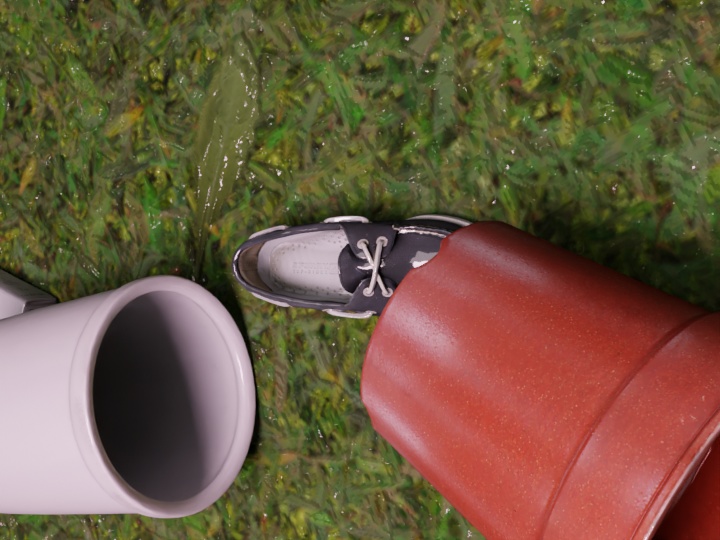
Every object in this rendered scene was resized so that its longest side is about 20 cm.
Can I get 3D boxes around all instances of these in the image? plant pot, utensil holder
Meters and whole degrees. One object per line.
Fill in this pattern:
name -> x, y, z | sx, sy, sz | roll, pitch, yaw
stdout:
plant pot -> 0.116, 0.078, 0.559 | 0.195, 0.200, 0.202 | 34, 110, 36
utensil holder -> -0.209, 0.103, 0.776 | 0.198, 0.169, 0.172 | -10, 87, 34

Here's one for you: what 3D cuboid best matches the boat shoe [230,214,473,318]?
boat shoe -> 0.000, 0.000, 0.697 | 0.198, 0.060, 0.077 | -5, 89, 33

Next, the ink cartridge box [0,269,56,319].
ink cartridge box -> -0.372, 0.093, 0.956 | 0.172, 0.043, 0.202 | 21, 103, 29
